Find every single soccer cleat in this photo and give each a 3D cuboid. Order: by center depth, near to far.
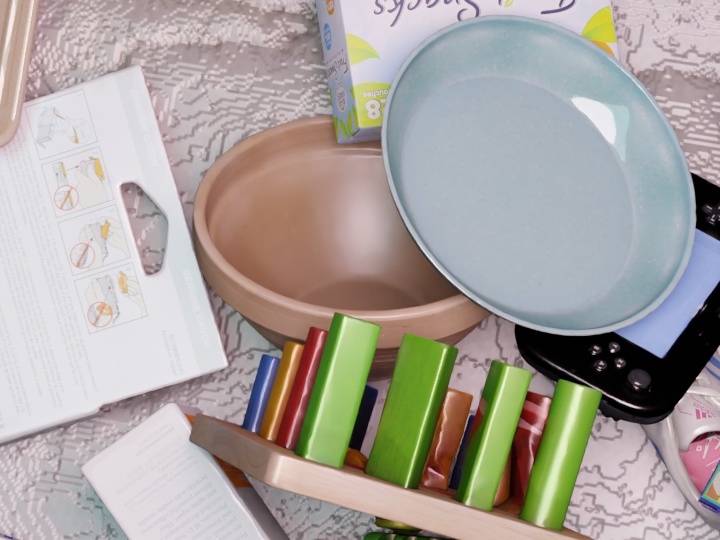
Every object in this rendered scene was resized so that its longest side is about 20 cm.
[{"bbox_3d":[0.187,0.065,1.719,0.070,0.086,0.200,-33,83,3],"label":"soccer cleat"}]

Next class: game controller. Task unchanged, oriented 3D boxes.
[{"bbox_3d":[0.169,0.011,1.694,0.104,0.042,0.200,35,47,7],"label":"game controller"}]

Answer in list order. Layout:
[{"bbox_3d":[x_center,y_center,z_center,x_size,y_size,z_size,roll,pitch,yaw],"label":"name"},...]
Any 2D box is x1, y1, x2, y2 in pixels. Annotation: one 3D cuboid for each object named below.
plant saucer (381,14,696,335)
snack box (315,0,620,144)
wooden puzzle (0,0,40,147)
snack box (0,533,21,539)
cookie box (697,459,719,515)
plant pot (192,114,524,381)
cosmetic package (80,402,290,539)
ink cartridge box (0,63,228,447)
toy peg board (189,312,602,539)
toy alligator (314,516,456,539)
[{"bbox_3d":[0.096,-0.049,1.656,0.200,0.036,0.201,12,61,-22],"label":"plant saucer"},{"bbox_3d":[0.057,-0.186,1.738,0.168,0.068,0.201,-9,87,-13],"label":"snack box"},{"bbox_3d":[-0.275,-0.179,1.795,0.185,0.037,0.201,9,83,21],"label":"wooden puzzle"},{"bbox_3d":[-0.247,0.190,1.785,0.199,0.024,0.072,17,89,6],"label":"snack box"},{"bbox_3d":[0.310,0.082,1.664,0.075,0.171,0.200,26,89,51],"label":"cookie box"},{"bbox_3d":[0.000,0.000,1.718,0.200,0.201,0.093,8,127,6],"label":"plant pot"},{"bbox_3d":[-0.075,0.179,1.730,0.071,0.101,0.200,-35,84,2],"label":"cosmetic package"},{"bbox_3d":[-0.186,-0.007,1.784,0.173,0.044,0.201,-17,84,3],"label":"ink cartridge box"},{"bbox_3d":[0.030,0.086,1.617,0.200,0.199,0.098,18,89,-15],"label":"toy peg board"},{"bbox_3d":[0.068,0.177,1.739,0.199,0.054,0.059,6,87,6],"label":"toy alligator"}]
